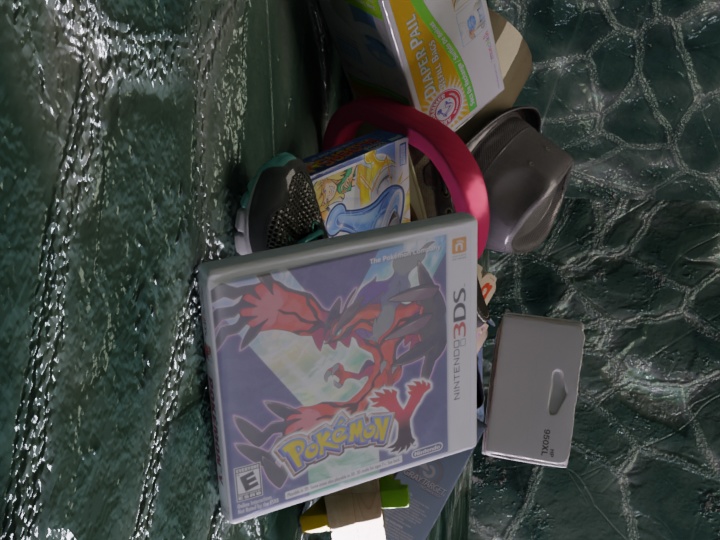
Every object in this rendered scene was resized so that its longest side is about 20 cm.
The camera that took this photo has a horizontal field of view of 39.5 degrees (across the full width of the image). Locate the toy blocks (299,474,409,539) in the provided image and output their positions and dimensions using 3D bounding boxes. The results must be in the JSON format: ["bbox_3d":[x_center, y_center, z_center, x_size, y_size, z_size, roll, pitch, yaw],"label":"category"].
[{"bbox_3d":[-0.010,0.154,0.934,0.137,0.100,0.200,-93,178,-52],"label":"toy blocks"}]

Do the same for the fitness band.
[{"bbox_3d":[0.034,-0.074,0.887,0.037,0.200,0.144,-23,128,-31],"label":"fitness band"}]

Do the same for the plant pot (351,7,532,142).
[{"bbox_3d":[0.064,-0.159,1.063,0.187,0.187,0.201,68,40,-65],"label":"plant pot"}]

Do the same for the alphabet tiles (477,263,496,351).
[{"bbox_3d":[0.071,0.076,1.054,0.196,0.015,0.200,-60,145,1],"label":"alphabet tiles"}]

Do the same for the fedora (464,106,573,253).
[{"bbox_3d":[0.156,-0.076,1.043,0.200,0.090,0.177,-35,148,-43],"label":"fedora"}]

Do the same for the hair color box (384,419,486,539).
[{"bbox_3d":[0.048,0.227,1.020,0.200,0.061,0.099,-61,-177,-5],"label":"hair color box"}]

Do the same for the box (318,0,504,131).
[{"bbox_3d":[0.040,-0.222,0.878,0.101,0.112,0.200,-40,141,-14],"label":"box"}]

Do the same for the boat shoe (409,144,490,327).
[{"bbox_3d":[0.088,-0.039,0.948,0.072,0.066,0.201,-48,116,-73],"label":"boat shoe"}]

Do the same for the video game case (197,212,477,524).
[{"bbox_3d":[-0.007,0.064,0.686,0.023,0.199,0.183,33,-50,57],"label":"video game case"}]

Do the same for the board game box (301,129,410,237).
[{"bbox_3d":[-0.012,-0.002,0.835,0.135,0.034,0.201,-28,124,-41],"label":"board game box"}]

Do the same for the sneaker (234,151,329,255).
[{"bbox_3d":[-0.030,0.012,0.718,0.078,0.091,0.201,-40,134,-45],"label":"sneaker"}]

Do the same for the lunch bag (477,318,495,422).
[{"bbox_3d":[0.087,0.073,1.214,0.170,0.127,0.201,-146,-126,-80],"label":"lunch bag"}]

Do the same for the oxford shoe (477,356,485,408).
[{"bbox_3d":[0.083,0.071,0.985,0.070,0.075,0.200,-50,144,-14],"label":"oxford shoe"}]

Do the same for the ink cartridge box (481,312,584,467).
[{"bbox_3d":[0.179,0.130,1.067,0.200,0.084,0.145,63,35,-79],"label":"ink cartridge box"}]
